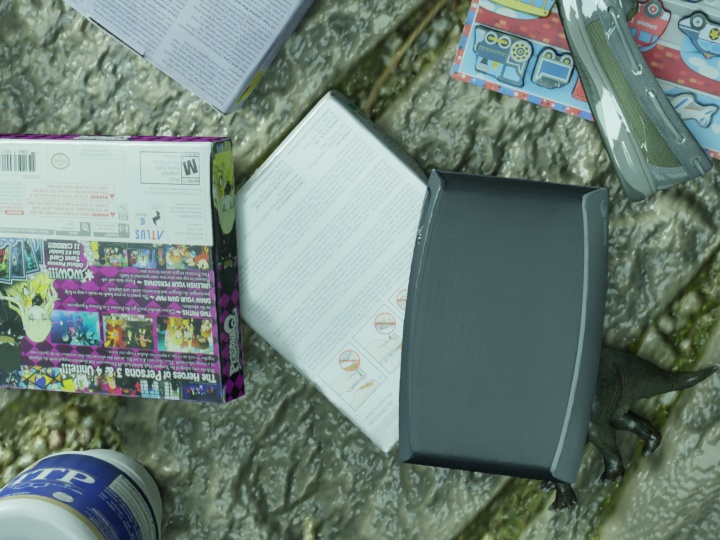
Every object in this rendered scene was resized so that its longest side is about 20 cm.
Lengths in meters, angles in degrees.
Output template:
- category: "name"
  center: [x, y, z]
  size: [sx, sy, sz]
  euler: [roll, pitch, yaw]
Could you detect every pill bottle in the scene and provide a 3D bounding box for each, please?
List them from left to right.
- category: "pill bottle"
  center: [-0.203, 0.190, 1.550]
  size: [0.119, 0.200, 0.120]
  euler: [1, 100, 8]

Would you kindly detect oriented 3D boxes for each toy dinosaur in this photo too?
- category: "toy dinosaur"
  center: [0.146, 0.097, 1.544]
  size: [0.200, 0.077, 0.102]
  euler: [-23, 102, 15]

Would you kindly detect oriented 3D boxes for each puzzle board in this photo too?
- category: "puzzle board"
  center: [0.176, -0.173, 1.522]
  size: [0.200, 0.017, 0.151]
  euler: [17, 102, 5]

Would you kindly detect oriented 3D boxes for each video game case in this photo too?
- category: "video game case"
  center: [-0.177, -0.004, 1.569]
  size: [0.200, 0.036, 0.182]
  euler: [2, 100, 27]

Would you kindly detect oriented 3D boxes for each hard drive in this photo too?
- category: "hard drive"
  center: [0.093, 0.038, 1.503]
  size: [0.135, 0.042, 0.201]
  euler: [7, 92, 9]

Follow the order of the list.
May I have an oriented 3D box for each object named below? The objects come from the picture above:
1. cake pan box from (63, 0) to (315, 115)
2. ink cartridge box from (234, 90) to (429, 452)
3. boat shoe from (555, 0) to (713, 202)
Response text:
- category: "cake pan box"
  center: [-0.116, -0.236, 1.541]
  size: [0.200, 0.052, 0.184]
  euler: [35, 101, 2]
- category: "ink cartridge box"
  center: [0.000, 0.000, 1.566]
  size: [0.200, 0.050, 0.161]
  euler: [43, 103, -2]
- category: "boat shoe"
  center: [0.172, -0.147, 1.485]
  size: [0.065, 0.074, 0.202]
  euler: [-19, 100, 5]
